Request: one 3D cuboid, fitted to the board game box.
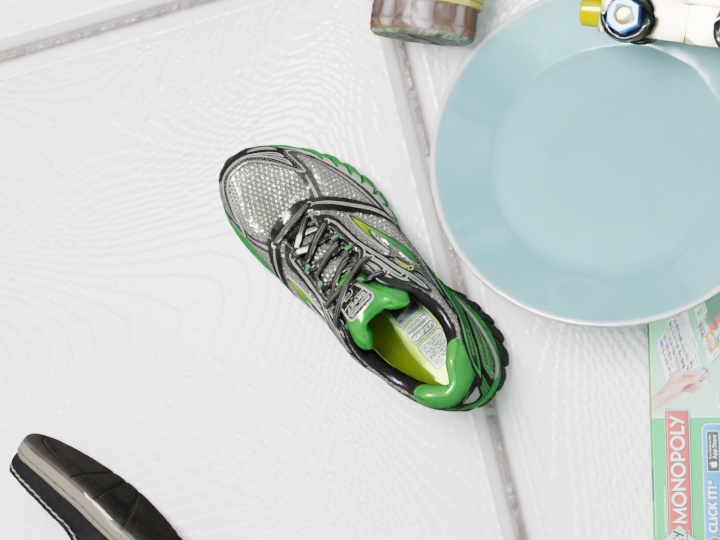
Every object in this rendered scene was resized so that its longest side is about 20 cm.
[{"bbox_3d":[0.225,0.060,1.054,0.134,0.029,0.200,-1,90,13],"label":"board game box"}]

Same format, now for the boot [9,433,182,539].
[{"bbox_3d":[-0.160,0.208,1.117,0.200,0.073,0.151,42,98,3],"label":"boot"}]

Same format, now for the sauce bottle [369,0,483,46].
[{"bbox_3d":[0.049,-0.227,1.071,0.065,0.065,0.200,10,94,12],"label":"sauce bottle"}]

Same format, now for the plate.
[{"bbox_3d":[0.137,-0.062,1.054,0.200,0.026,0.201,-4,71,13],"label":"plate"}]

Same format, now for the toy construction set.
[{"bbox_3d":[0.173,-0.181,1.009,0.200,0.092,0.131,13,100,35],"label":"toy construction set"}]

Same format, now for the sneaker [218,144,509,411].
[{"bbox_3d":[0.000,0.000,1.073,0.200,0.085,0.078,40,98,10],"label":"sneaker"}]
